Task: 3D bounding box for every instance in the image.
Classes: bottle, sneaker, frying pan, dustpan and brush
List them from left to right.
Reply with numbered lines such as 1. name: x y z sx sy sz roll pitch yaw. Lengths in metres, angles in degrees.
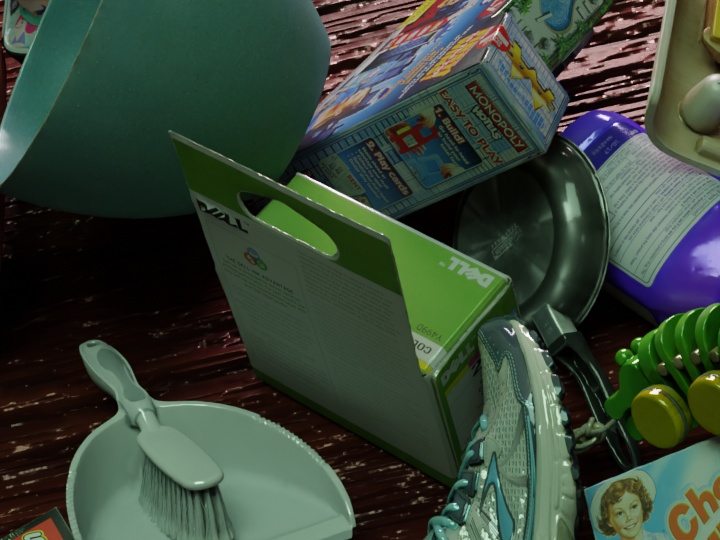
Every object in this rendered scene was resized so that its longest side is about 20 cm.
1. dustpan and brush: -0.104 0.092 1.396 0.139 0.058 0.200 -16 25 -21
2. sneaker: 0.065 0.118 1.289 0.086 0.078 0.201 -8 71 2
3. frying pan: 0.090 0.021 1.415 0.115 0.031 0.191 -17 74 48
4. bottle: 0.175 -0.007 1.410 0.200 0.065 0.084 36 80 35

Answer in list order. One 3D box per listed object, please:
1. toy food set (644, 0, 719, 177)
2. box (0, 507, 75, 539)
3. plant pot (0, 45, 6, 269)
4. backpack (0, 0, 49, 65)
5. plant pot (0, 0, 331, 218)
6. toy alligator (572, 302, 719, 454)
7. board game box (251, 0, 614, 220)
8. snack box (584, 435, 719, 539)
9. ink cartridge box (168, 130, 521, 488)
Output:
1. toy food set: 0.248 -0.104 1.430 0.199 0.060 0.144 22 53 -11
2. box: -0.164 0.225 1.319 0.136 0.038 0.200 -31 49 -9
3. plant pot: -0.284 -0.068 1.511 0.199 0.201 0.178 -5 41 11
4. backpack: -0.123 -0.193 1.597 0.176 0.151 0.201 -7 44 14
5. plant pot: -0.094 -0.109 1.423 0.134 0.200 0.201 23 51 -15
6. toy alligator: 0.149 0.049 1.291 0.059 0.054 0.200 -33 8 -35
7. board game box: 0.059 -0.101 1.451 0.200 0.062 0.200 -45 16 -27
8. snack box: 0.205 0.124 1.238 0.199 0.037 0.117 -26 63 29
9. ink cartridge box: 0.000 0.000 1.361 0.147 0.201 0.076 27 61 31
